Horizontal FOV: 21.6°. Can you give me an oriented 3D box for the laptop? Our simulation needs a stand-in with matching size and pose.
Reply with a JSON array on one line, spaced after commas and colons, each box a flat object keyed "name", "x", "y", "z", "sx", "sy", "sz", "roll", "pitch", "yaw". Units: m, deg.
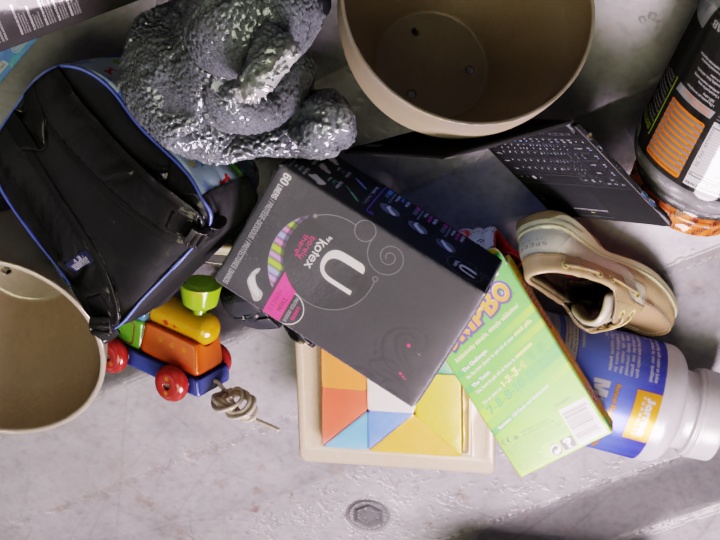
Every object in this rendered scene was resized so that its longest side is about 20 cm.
[{"name": "laptop", "x": 0.121, "y": -0.070, "z": 1.555, "sx": 0.200, "sy": 0.177, "sz": 0.103, "roll": 43, "pitch": 76, "yaw": -24}]

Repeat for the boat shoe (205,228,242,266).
[{"name": "boat shoe", "x": -0.068, "y": -0.014, "z": 1.695, "sx": 0.200, "sy": 0.072, "sz": 0.066, "roll": -1, "pitch": 122, "yaw": 2}]

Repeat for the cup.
[{"name": "cup", "x": -0.316, "y": 0.026, "z": 1.708, "sx": 0.199, "sy": 0.144, "sz": 0.201, "roll": 3, "pitch": 128, "yaw": 3}]

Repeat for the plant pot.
[{"name": "plant pot", "x": 0.071, "y": -0.187, "z": 1.495, "sx": 0.199, "sy": 0.201, "sz": 0.134, "roll": 16, "pitch": 162, "yaw": -6}]

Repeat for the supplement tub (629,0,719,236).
[{"name": "supplement tub", "x": 0.300, "y": -0.133, "z": 1.532, "sx": 0.122, "sy": 0.123, "sz": 0.200, "roll": 18, "pitch": 128, "yaw": -8}]

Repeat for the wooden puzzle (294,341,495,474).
[{"name": "wooden puzzle", "x": 0.031, "y": 0.106, "z": 1.716, "sx": 0.184, "sy": 0.037, "sz": 0.201, "roll": 3, "pitch": 123, "yaw": 8}]

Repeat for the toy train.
[{"name": "toy train", "x": -0.145, "y": 0.057, "z": 1.717, "sx": 0.199, "sy": 0.085, "sz": 0.116, "roll": 23, "pitch": 118, "yaw": 25}]

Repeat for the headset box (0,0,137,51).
[{"name": "headset box", "x": -0.261, "y": -0.261, "z": 1.466, "sx": 0.199, "sy": 0.075, "sz": 0.149, "roll": -21, "pitch": 138, "yaw": -6}]

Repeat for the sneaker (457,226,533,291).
[{"name": "sneaker", "x": 0.112, "y": 0.048, "z": 1.725, "sx": 0.107, "sy": 0.067, "sz": 0.202, "roll": -12, "pitch": 123, "yaw": 18}]

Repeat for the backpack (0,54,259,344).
[{"name": "backpack", "x": -0.201, "y": -0.078, "z": 1.600, "sx": 0.200, "sy": 0.147, "sz": 0.183, "roll": 49, "pitch": 120, "yaw": 5}]

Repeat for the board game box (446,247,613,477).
[{"name": "board game box", "x": 0.130, "y": 0.078, "z": 1.650, "sx": 0.095, "sy": 0.030, "sz": 0.200, "roll": -28, "pitch": 107, "yaw": 18}]

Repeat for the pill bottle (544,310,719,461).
[{"name": "pill bottle", "x": 0.233, "y": 0.111, "z": 1.733, "sx": 0.199, "sy": 0.112, "sz": 0.112, "roll": 15, "pitch": 128, "yaw": -4}]

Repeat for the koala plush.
[{"name": "koala plush", "x": -0.091, "y": -0.178, "z": 1.440, "sx": 0.183, "sy": 0.178, "sz": 0.200, "roll": -12, "pitch": 170, "yaw": -13}]

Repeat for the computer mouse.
[{"name": "computer mouse", "x": -0.084, "y": 0.043, "z": 1.678, "sx": 0.034, "sy": 0.200, "sz": 0.059, "roll": -43, "pitch": 109, "yaw": -9}]

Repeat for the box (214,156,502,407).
[{"name": "box", "x": 0.000, "y": 0.000, "z": 1.579, "sx": 0.200, "sy": 0.106, "sz": 0.123, "roll": 32, "pitch": 110, "yaw": 2}]

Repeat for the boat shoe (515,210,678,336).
[{"name": "boat shoe", "x": 0.207, "y": 0.020, "z": 1.670, "sx": 0.200, "sy": 0.067, "sz": 0.074, "roll": 30, "pitch": 143, "yaw": -33}]

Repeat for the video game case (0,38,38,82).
[{"name": "video game case", "x": -0.376, "y": -0.216, "z": 1.591, "sx": 0.181, "sy": 0.046, "sz": 0.200, "roll": 36, "pitch": 123, "yaw": -19}]
